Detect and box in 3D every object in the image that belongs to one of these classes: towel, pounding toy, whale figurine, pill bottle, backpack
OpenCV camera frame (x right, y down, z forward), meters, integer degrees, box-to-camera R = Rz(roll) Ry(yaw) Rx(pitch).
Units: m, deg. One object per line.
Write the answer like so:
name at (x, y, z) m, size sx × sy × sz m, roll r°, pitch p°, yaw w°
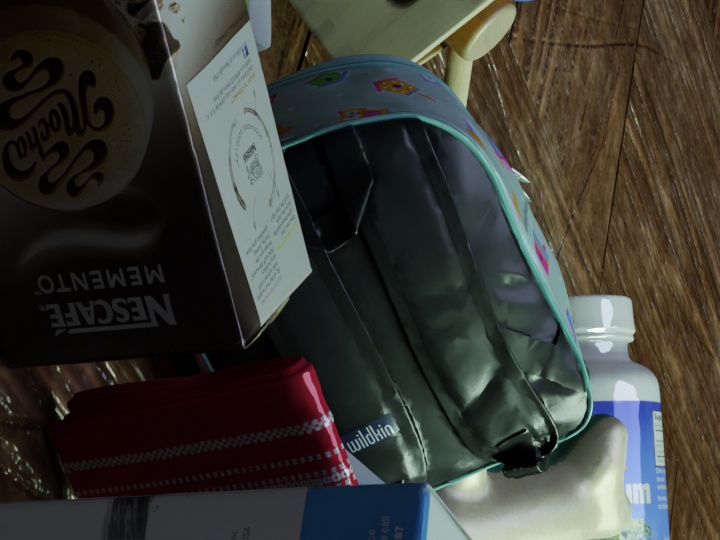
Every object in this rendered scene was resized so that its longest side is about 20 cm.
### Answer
towel at (-0.039, 0.133, 0.861) m, size 0.022 × 0.144 × 0.201 m, roll -35°, pitch 108°, yaw -49°
pounding toy at (0.054, -0.167, 1.168) m, size 0.142 × 0.200 × 0.184 m, roll 53°, pitch 27°, yaw -1°
whale figurine at (0.048, 0.136, 1.089) m, size 0.199 × 0.104 × 0.160 m, roll -29°, pitch 129°, yaw -24°
pill bottle at (0.143, 0.120, 1.383) m, size 0.112 × 0.111 × 0.201 m, roll 12°, pitch 74°, yaw -67°
backpack at (0.000, 0.000, 0.986) m, size 0.154 × 0.175 × 0.201 m, roll -100°, pitch 166°, yaw -56°

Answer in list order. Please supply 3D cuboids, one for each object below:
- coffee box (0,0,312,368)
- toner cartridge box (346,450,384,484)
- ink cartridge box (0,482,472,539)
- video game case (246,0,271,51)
coffee box at (-0.103, -0.070, 0.832) m, size 0.080 × 0.112 × 0.201 m, roll -50°, pitch 129°, yaw -60°
toner cartridge box at (-0.003, 0.144, 0.933) m, size 0.200 × 0.095 × 0.043 m, roll 42°, pitch 38°, yaw -16°
ink cartridge box at (-0.062, 0.162, 0.763) m, size 0.084 × 0.199 × 0.146 m, roll 53°, pitch 38°, yaw -55°
video game case at (-0.092, -0.219, 1.012) m, size 0.200 × 0.022 × 0.183 m, roll 26°, pitch 61°, yaw -64°
